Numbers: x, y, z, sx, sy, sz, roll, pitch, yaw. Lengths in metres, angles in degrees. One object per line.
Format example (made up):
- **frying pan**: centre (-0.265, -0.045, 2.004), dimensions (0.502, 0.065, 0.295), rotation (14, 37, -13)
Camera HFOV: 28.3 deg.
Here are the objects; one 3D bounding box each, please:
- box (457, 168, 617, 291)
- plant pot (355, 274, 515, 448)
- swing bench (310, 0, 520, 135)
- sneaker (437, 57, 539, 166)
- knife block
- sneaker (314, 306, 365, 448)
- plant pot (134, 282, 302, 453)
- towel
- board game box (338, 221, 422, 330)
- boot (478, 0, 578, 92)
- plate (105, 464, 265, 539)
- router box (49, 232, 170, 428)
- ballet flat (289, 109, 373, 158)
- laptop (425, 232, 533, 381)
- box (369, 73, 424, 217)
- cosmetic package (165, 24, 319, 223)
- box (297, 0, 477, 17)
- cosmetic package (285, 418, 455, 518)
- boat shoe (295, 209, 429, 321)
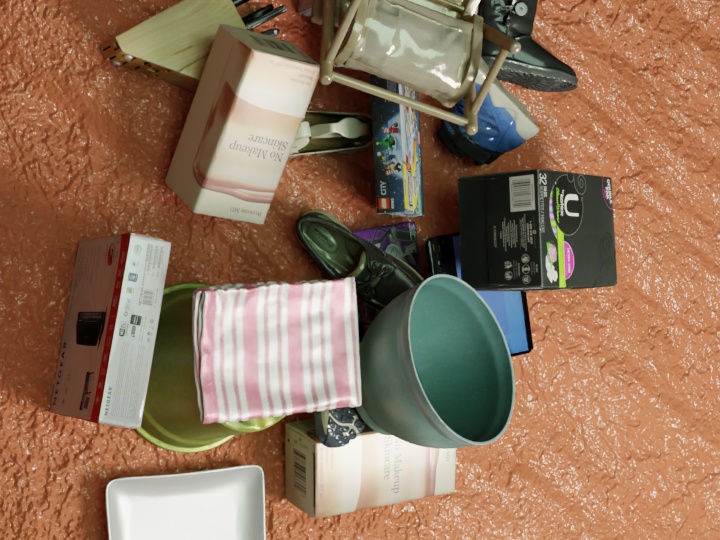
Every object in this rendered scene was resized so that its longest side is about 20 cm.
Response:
- **box**: centre (0.229, -0.049, 1.834), dimensions (0.199, 0.123, 0.150), rotation (1, 87, -53)
- **plant pot**: centre (0.069, 0.120, 1.671), dimensions (0.200, 0.133, 0.202), rotation (27, 53, -42)
- **swing bench**: centre (0.056, -0.283, 1.633), dimensions (0.197, 0.201, 0.130), rotation (18, 122, -19)
- **sneaker**: centre (0.135, -0.205, 1.822), dimensions (0.111, 0.077, 0.200), rotation (-37, 137, 15)
- **knife block**: centre (-0.190, -0.305, 1.686), dimensions (0.198, 0.064, 0.177), rotation (17, 80, -27)
- **sneaker**: centre (-0.041, 0.127, 1.715), dimensions (0.078, 0.086, 0.202), rotation (43, 39, -42)
- **plant pot**: centre (-0.159, 0.113, 1.620), dimensions (0.199, 0.184, 0.203), rotation (1, 88, -29)
- **towel**: centre (-0.086, 0.085, 1.540), dimensions (0.198, 0.030, 0.148), rotation (-4, 91, -29)
- **board game box**: centre (0.029, 0.045, 1.814), dimensions (0.119, 0.032, 0.202), rotation (-10, 93, -24)
- **boot**: centre (0.229, -0.353, 1.921), dimensions (0.164, 0.065, 0.202), rotation (10, 79, -30)
- **plate**: centre (-0.205, 0.335, 1.674), dimensions (0.198, 0.032, 0.202), rotation (-2, 89, -28)
- **router box**: centre (-0.276, 0.066, 1.561), dimensions (0.048, 0.179, 0.202), rotation (12, 82, -28)
- **ballet flat**: centre (-0.062, -0.172, 1.748), dimensions (0.198, 0.067, 0.069), rotation (-8, 93, -28)
- **laptop**: centre (0.156, 0.037, 1.838), dimensions (0.102, 0.200, 0.179), rotation (-8, 92, 11)
- **box**: centre (0.046, -0.168, 1.774), dimensions (0.037, 0.137, 0.202), rotation (-3, 89, 12)
- **cosmetic package**: centre (-0.136, -0.166, 1.639), dimensions (0.103, 0.087, 0.201), rotation (6, 114, -36)
- **box**: centre (0.036, -0.333, 1.780), dimensions (0.198, 0.116, 0.061), rotation (11, 83, -28)
- **cosmetic package**: centre (0.013, 0.231, 1.756), dimensions (0.198, 0.087, 0.105), rotation (-8, 103, -29)
- **boat shoe**: centre (0.000, -0.001, 1.736), dimensions (0.200, 0.066, 0.072), rotation (37, 102, 5)
